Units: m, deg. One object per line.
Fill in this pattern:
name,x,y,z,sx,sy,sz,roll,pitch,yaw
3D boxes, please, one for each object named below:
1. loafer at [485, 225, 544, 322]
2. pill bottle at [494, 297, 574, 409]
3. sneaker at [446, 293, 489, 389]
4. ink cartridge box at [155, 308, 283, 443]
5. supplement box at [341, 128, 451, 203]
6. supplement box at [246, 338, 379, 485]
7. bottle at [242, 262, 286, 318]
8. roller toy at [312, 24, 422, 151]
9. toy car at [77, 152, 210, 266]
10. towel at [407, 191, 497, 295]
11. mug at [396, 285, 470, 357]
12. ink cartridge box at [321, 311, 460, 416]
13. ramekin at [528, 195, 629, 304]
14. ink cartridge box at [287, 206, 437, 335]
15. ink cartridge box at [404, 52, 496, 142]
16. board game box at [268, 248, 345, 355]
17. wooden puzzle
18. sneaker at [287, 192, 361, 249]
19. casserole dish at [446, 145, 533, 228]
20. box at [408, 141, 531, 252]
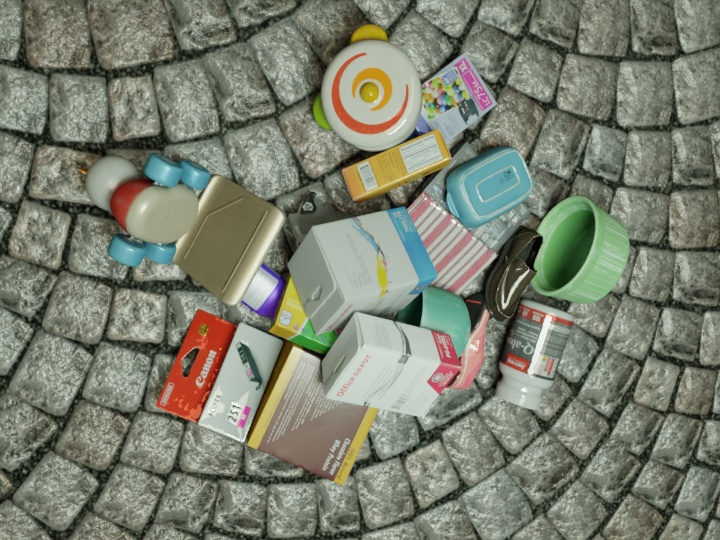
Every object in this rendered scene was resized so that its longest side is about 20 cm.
loafer,0.305,0.004,1.383,0.072,0.071,0.203,26,78,-31
pill bottle,0.345,0.167,1.412,0.114,0.116,0.203,17,93,-13
sneaker,0.219,0.146,1.420,0.086,0.073,0.203,25,85,-42
ink cartridge box,-0.258,0.190,1.298,0.171,0.044,0.203,24,73,-11
supplement box,0.068,-0.193,1.315,0.197,0.067,0.070,-20,88,5
supplement box,-0.087,0.257,1.328,0.198,0.133,0.200,25,91,-13
bottle,-0.179,0.040,1.318,0.199,0.065,0.084,38,93,-13
roller toy,0.023,-0.312,1.258,0.181,0.140,0.201,37,98,2
toy car,-0.400,-0.138,1.229,0.198,0.177,0.186,32,102,15
towel,0.148,-0.042,1.362,0.199,0.030,0.146,38,117,-14
mug,0.137,0.116,1.360,0.113,0.185,0.155,13,70,-13
ink cartridge box,0.049,0.165,1.217,0.197,0.084,0.146,16,128,-25
ramekin,0.424,-0.033,1.367,0.096,0.200,0.203,20,93,-20
ink cartridge box,0.000,0.000,1.243,0.198,0.147,0.148,-14,71,-32
ink cartridge box,0.153,-0.311,1.356,0.199,0.042,0.120,-37,102,-3
board game box,-0.068,0.048,1.300,0.151,0.040,0.202,23,57,-14
wooden puzzle,-0.238,-0.057,1.258,0.037,0.199,0.187,27,92,-55
sneaker,-0.048,-0.105,1.326,0.198,0.075,0.116,-14,62,-33
casserole dish,0.252,-0.162,1.335,0.198,0.039,0.123,-28,98,-22
box,0.215,-0.126,1.384,0.200,0.051,0.158,42,87,-14
